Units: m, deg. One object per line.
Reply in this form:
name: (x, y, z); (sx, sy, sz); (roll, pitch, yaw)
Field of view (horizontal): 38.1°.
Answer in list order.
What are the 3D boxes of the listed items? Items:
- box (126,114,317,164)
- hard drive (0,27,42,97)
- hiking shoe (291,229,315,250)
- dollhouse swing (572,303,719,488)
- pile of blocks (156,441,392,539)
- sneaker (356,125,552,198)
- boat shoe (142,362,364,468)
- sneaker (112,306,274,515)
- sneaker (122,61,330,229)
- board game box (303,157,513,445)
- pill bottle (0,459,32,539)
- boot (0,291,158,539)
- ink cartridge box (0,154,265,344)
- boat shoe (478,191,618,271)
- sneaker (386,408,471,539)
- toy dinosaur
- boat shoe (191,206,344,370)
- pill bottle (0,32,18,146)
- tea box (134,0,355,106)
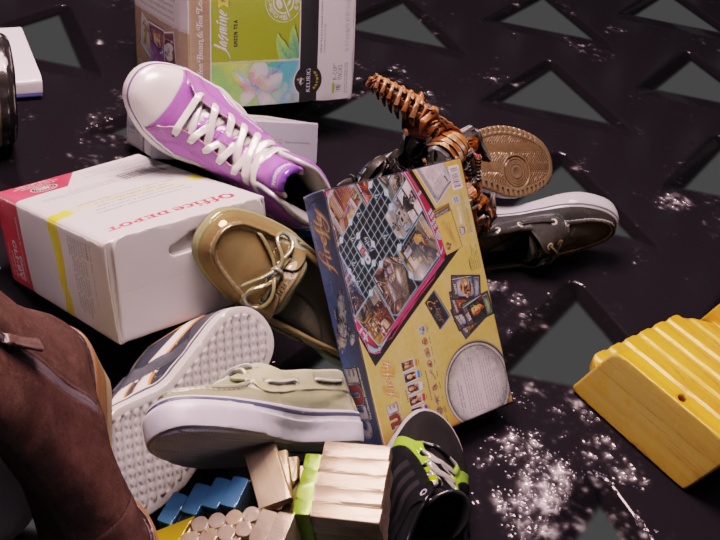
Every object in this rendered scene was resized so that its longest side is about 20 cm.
box: (-0.140, -0.132, 1.014); (0.153, 0.042, 0.200); (0, 9, -18)
hard drive: (-0.462, -0.224, 1.142); (0.197, 0.026, 0.132); (-9, 41, -25)
hiking shoe: (0.000, 0.000, 0.920); (0.197, 0.075, 0.087); (14, 39, 4)
dollhouse swing: (0.315, 0.050, 0.852); (0.198, 0.178, 0.182); (-19, 46, -33)
pile of blocks: (-0.068, 0.170, 0.676); (0.197, 0.063, 0.083); (-15, 44, -6)
sneaker: (0.087, -0.094, 1.036); (0.197, 0.071, 0.108); (-8, -4, -27)
boat shoe: (-0.074, 0.097, 0.722); (0.199, 0.071, 0.063); (15, 52, -53)
sneaker: (-0.145, 0.108, 0.748); (0.079, 0.079, 0.200); (-14, 26, 52)
sneaker: (-0.099, -0.104, 0.859); (0.199, 0.073, 0.114); (35, -7, -26)
board game box: (0.040, 0.025, 0.812); (0.134, 0.204, 0.034); (-15, 5, -33)
pill bottle: (-0.282, 0.088, 0.705); (0.107, 0.111, 0.201); (-7, 40, -23)
boot: (-0.180, 0.111, 0.581); (0.071, 0.167, 0.203); (-19, 62, 5)
ink cartridge box: (-0.187, -0.025, 0.851); (0.144, 0.085, 0.199); (-20, 26, -36)
boat shoe: (0.164, -0.029, 1.018); (0.196, 0.069, 0.057); (-5, 46, -11)
sneaker: (0.054, 0.165, 0.699); (0.071, 0.083, 0.202); (29, 39, -13)
toy dinosaur: (0.051, -0.087, 0.904); (0.136, 0.200, 0.102); (-47, 22, -12)
boat shoe: (-0.043, 0.021, 0.806); (0.074, 0.200, 0.063); (-54, 32, -11)
pill bottle: (-0.438, -0.171, 1.006); (0.197, 0.113, 0.112); (-6, 39, -22)
tea box: (-0.134, -0.271, 1.161); (0.194, 0.136, 0.200); (-10, 26, -26)
